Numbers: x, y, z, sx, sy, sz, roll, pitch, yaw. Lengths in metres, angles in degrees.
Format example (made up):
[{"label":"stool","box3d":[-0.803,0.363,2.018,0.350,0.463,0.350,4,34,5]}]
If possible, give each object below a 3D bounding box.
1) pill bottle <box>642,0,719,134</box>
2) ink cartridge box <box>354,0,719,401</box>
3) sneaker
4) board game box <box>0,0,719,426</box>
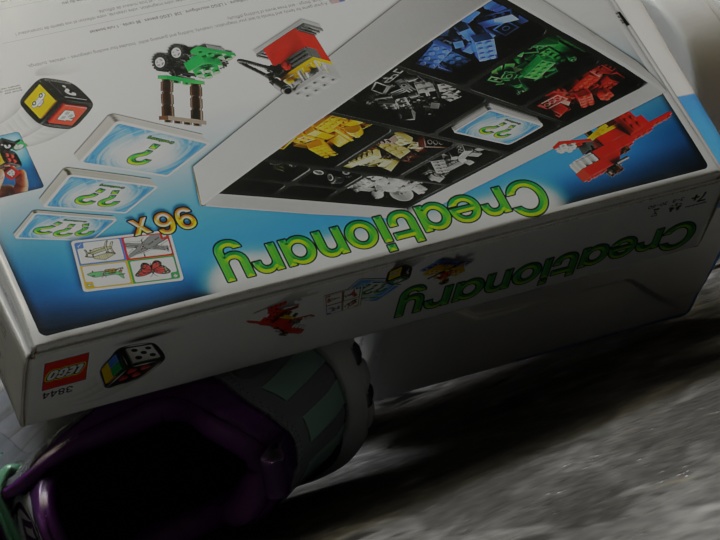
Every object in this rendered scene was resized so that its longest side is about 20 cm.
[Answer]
[{"label":"pill bottle","box3d":[0.157,-0.088,0.988,0.200,0.111,0.111,-19,3,-42]},{"label":"ink cartridge box","box3d":[0.018,-0.070,0.787,0.116,0.200,0.068,-13,-30,-22]},{"label":"sneaker","box3d":[-0.099,0.056,0.695,0.200,0.075,0.088,-18,11,20]},{"label":"board game box","box3d":[-0.018,-0.040,0.691,0.200,0.126,0.035,-14,-33,-22]}]
